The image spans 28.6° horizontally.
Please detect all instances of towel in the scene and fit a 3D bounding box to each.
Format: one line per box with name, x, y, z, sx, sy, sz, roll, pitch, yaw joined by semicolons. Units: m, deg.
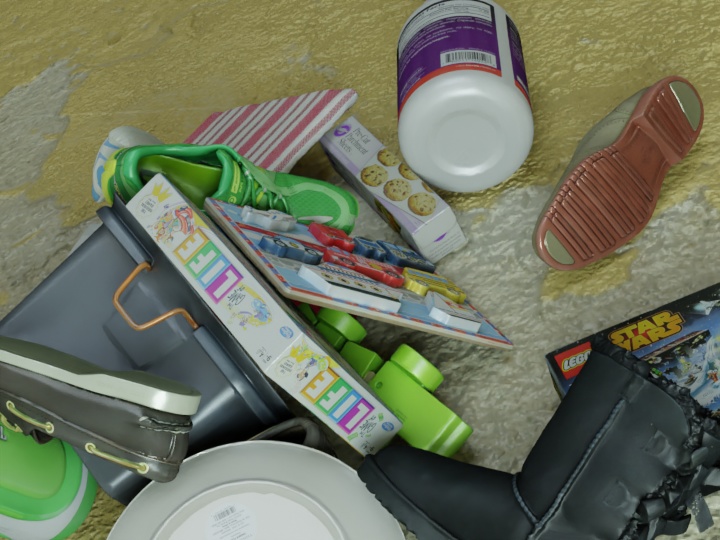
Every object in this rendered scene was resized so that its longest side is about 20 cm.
towel;-0.106;-0.108;1.293;0.199;0.030;0.146;-4;36;43

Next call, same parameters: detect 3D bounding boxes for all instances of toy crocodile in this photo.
toy crocodile;0.004;0.078;0.996;0.200;0.062;0.068;30;79;42

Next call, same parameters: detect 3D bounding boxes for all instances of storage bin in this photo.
storage bin;-0.160;0.066;0.997;0.134;0.146;0.200;-40;70;-6

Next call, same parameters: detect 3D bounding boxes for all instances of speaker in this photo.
speaker;-0.274;0.124;0.957;0.088;0.200;0.089;-18;57;30

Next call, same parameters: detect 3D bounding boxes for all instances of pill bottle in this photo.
pill bottle;0.087;-0.164;1.216;0.112;0.113;0.200;-14;36;12

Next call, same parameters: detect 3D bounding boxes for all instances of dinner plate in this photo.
dinner plate;-0.067;0.192;0.848;0.199;0.024;0.201;-2;59;4

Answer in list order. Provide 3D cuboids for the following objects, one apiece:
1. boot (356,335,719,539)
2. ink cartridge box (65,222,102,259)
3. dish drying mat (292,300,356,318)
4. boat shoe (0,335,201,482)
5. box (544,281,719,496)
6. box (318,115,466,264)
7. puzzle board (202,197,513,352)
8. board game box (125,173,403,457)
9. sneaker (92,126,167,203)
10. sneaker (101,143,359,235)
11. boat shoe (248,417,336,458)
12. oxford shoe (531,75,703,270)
boot;0.108;0.113;0.829;0.198;0.073;0.163;35;91;40
ink cartridge box;-0.197;0.034;1.173;0.162;0.050;0.200;-5;37;26
dish drying mat;-0.085;0.020;1.154;0.199;0.018;0.077;10;51;36
boat shoe;-0.198;0.084;0.912;0.200;0.072;0.061;13;92;25
box;0.233;0.069;0.898;0.199;0.040;0.137;-22;37;1
box;0.024;-0.070;1.190;0.041;0.039;0.200;-34;37;-5
puzzle board;0.000;0.000;1.014;0.151;0.199;0.017;43;113;52
board game box;-0.066;0.028;0.940;0.034;0.134;0.200;-44;47;-1
sneaker;-0.122;-0.051;1.151;0.199;0.073;0.072;23;22;-7
sneaker;-0.095;-0.051;1.067;0.199;0.074;0.084;9;-8;-16
boat shoe;-0.104;0.168;0.924;0.201;0.061;0.072;-33;37;-14
oxford shoe;0.190;-0.069;1.094;0.200;0.071;0.074;-45;16;-26
